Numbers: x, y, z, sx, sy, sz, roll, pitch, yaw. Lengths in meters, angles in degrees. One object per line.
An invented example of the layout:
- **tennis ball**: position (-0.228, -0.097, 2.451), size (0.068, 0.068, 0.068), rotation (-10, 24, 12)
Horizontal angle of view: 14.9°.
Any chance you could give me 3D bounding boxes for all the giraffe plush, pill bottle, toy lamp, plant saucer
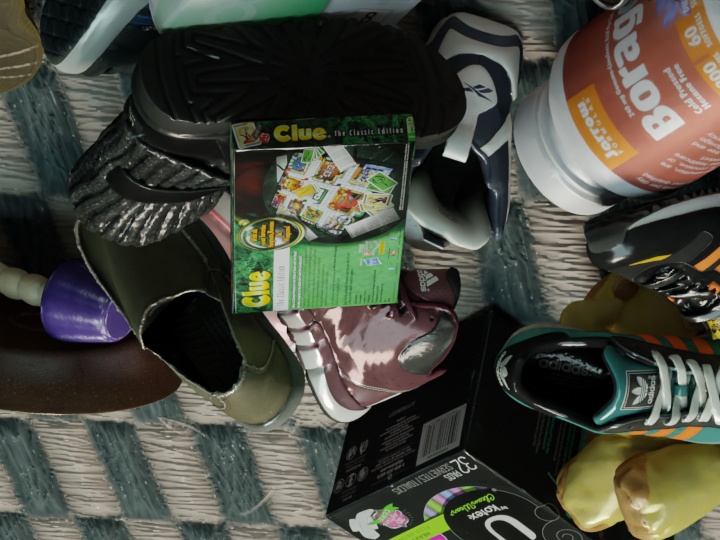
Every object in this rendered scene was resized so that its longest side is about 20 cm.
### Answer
- **giraffe plush**: position (0.197, 0.062, 1.775), size (0.199, 0.173, 0.163), rotation (-14, 113, 45)
- **pill bottle**: position (0.180, -0.109, 1.582), size (0.112, 0.113, 0.200), rotation (32, 141, -21)
- **toy lamp**: position (-0.235, 0.006, 1.840), size (0.199, 0.058, 0.058), rotation (16, 147, 32)
- **plant saucer**: position (-0.218, 0.049, 1.866), size (0.199, 0.200, 0.037), rotation (9, 105, 6)

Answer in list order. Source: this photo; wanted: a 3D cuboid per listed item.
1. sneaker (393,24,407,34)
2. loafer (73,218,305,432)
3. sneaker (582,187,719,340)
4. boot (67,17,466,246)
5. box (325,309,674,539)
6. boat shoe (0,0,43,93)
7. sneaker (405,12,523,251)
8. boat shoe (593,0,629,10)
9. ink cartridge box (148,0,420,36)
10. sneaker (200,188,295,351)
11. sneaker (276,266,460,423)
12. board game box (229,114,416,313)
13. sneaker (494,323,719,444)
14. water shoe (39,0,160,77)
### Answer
- **sneaker**: position (-0.044, -0.106, 1.708), size (0.199, 0.073, 0.085), rotation (-14, 160, 25)
- **loafer**: position (-0.112, 0.015, 1.712), size (0.075, 0.200, 0.070), rotation (-49, 156, 7)
- **sneaker**: position (0.208, 0.000, 1.650), size (0.070, 0.091, 0.200), rotation (-14, 176, 37)
- **boot**: position (-0.057, -0.078, 1.614), size (0.210, 0.080, 0.158), rotation (3, 152, -19)
- **box**: position (0.104, 0.149, 1.911), size (0.200, 0.125, 0.148), rotation (36, 138, -26)
- **boat shoe**: position (-0.234, -0.169, 1.676), size (0.071, 0.066, 0.201), rotation (-8, 161, -6)
- **sneaker**: position (0.048, -0.047, 1.686), size (0.079, 0.130, 0.199), rotation (19, 141, -6)
- **boat shoe**: position (0.134, -0.227, 1.495), size (0.073, 0.065, 0.201), rotation (-1, 138, 20)
- **ink cartridge box**: position (-0.005, -0.196, 1.528), size (0.160, 0.050, 0.200), rotation (-1, 155, -38)
- **sneaker**: position (-0.077, 0.025, 1.819), size (0.200, 0.105, 0.075), rotation (43, 178, -24)
- **sneaker**: position (0.000, 0.000, 1.737), size (0.115, 0.076, 0.201), rotation (-18, 127, 12)
- **board game box**: position (-0.025, -0.030, 1.600), size (0.104, 0.024, 0.200), rotation (-5, 153, -6)
- **sneaker**: position (0.180, 0.073, 1.677), size (0.199, 0.080, 0.072), rotation (4, 97, 6)
- **water shoe**: position (-0.112, -0.183, 1.637), size (0.079, 0.072, 0.200), rotation (8, 150, -41)
